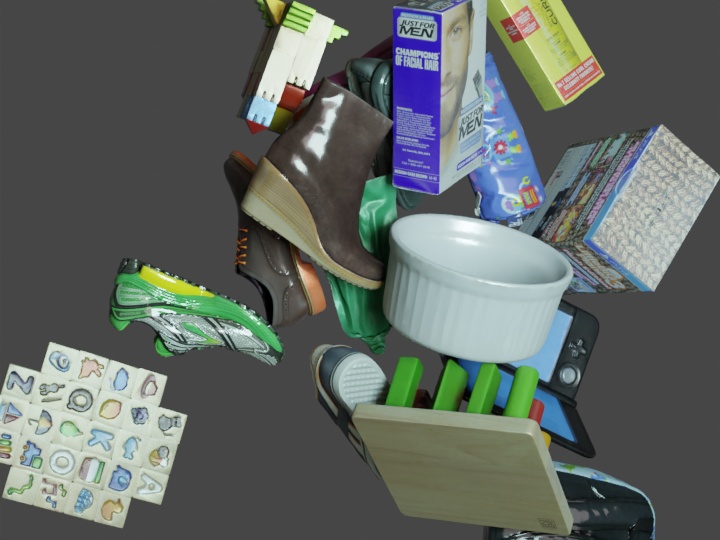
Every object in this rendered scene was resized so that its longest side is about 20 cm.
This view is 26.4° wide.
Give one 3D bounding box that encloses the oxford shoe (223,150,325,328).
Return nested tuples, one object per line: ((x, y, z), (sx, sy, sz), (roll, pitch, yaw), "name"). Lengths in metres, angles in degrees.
((-0.108, -0.031, 1.655), (0.072, 0.071, 0.201), (-28, 99, -16), "oxford shoe")

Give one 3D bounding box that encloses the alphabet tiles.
((-0.287, 0.173, 1.605), (0.199, 0.006, 0.167), (19, 80, -21), "alphabet tiles")

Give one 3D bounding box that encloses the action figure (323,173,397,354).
((0.000, 0.000, 1.700), (0.118, 0.055, 0.201), (-13, 105, -9), "action figure")

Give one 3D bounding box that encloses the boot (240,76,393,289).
((-0.011, -0.086, 1.603), (0.200, 0.072, 0.167), (34, 94, -30), "boot")

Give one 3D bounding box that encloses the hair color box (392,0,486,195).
((0.085, -0.195, 1.641), (0.109, 0.065, 0.201), (-36, 131, -52), "hair color box")

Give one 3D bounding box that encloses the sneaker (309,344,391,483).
((0.008, 0.154, 1.699), (0.078, 0.079, 0.200), (-39, 128, -18), "sneaker")

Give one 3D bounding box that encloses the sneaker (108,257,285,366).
((-0.174, 0.059, 1.628), (0.199, 0.078, 0.086), (22, 86, -12), "sneaker")

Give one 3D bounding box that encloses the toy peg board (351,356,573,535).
((0.121, 0.180, 1.637), (0.199, 0.199, 0.098), (65, 37, -46), "toy peg board")

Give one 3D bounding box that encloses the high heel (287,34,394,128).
((-0.005, -0.216, 1.729), (0.199, 0.096, 0.068), (-15, 135, -10), "high heel")

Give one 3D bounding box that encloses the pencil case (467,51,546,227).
((0.144, -0.148, 1.761), (0.087, 0.078, 0.201), (-24, 97, -14), "pencil case")

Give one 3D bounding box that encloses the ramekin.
((0.119, 0.020, 1.636), (0.200, 0.201, 0.098), (4, 112, -23), "ramekin")

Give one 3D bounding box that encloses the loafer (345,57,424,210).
((0.030, -0.156, 1.695), (0.072, 0.063, 0.200), (-47, 143, -31), "loafer")

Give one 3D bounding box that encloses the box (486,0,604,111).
((0.202, -0.292, 1.806), (0.075, 0.050, 0.200), (-36, 102, -21), "box")

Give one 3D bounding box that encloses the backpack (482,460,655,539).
((0.240, 0.294, 1.762), (0.199, 0.154, 0.164), (4, 84, -1), "backpack")

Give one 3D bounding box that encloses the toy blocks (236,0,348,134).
((-0.086, -0.206, 1.618), (0.100, 0.200, 0.137), (20, 93, -12), "toy blocks")

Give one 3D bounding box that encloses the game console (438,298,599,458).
((0.193, 0.097, 1.752), (0.199, 0.116, 0.177), (26, 78, -20), "game console")

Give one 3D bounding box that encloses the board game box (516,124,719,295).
((0.284, -0.065, 1.751), (0.097, 0.200, 0.160), (38, 75, -17), "board game box")
